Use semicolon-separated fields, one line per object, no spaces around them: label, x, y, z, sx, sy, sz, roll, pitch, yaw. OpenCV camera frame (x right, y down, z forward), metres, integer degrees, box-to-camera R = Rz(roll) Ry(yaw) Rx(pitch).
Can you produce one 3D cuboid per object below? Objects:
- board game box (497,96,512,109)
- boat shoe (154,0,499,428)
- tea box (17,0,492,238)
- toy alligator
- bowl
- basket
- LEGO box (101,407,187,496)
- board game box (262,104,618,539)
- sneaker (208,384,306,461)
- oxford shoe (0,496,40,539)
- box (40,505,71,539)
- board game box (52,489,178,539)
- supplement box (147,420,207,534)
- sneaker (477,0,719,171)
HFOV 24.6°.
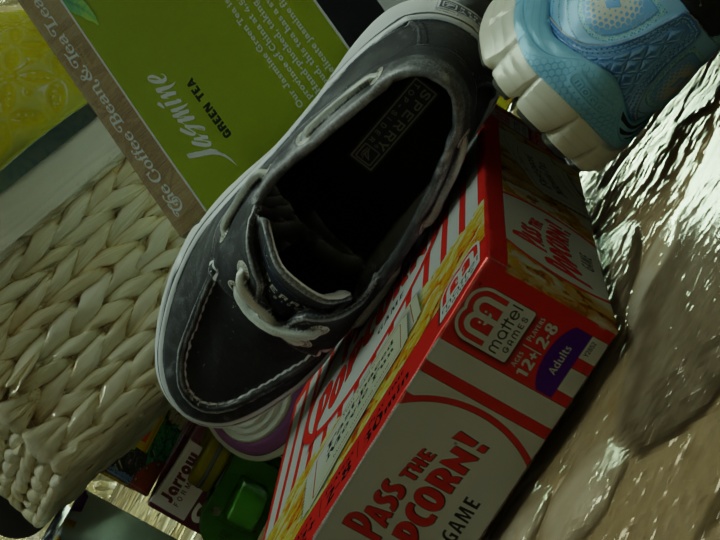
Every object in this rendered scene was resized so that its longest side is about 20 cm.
board game box;0.108;-0.173;0.899;0.201;0.030;0.096;-63;7;6
boat shoe;-0.019;-0.006;0.587;0.200;0.072;0.068;-49;10;30
tea box;0.000;-0.142;0.690;0.196;0.134;0.200;-35;-1;38
toy alligator;-0.055;0.097;0.855;0.054;0.059;0.200;-59;7;19
bowl;-0.204;-0.071;0.853;0.200;0.108;0.200;-44;-4;-4
basket;-0.132;0.018;0.829;0.200;0.123;0.136;-42;-4;-26
LEGO box;-0.187;0.028;1.024;0.150;0.199;0.077;-62;-33;-11
board game box;0.023;0.036;0.564;0.152;0.046;0.200;-59;6;17
sneaker;0.000;0.000;0.782;0.200;0.075;0.100;-49;-9;22
oxford shoe;-0.179;0.090;1.102;0.200;0.071;0.071;-44;5;16
box;-0.207;0.282;1.051;0.201;0.104;0.182;-60;5;8
board game box;-0.154;0.234;0.846;0.201;0.103;0.105;-59;6;17
supplement box;-0.066;0.072;1.050;0.109;0.061;0.200;-58;6;25
sneaker;0.108;-0.116;0.553;0.090;0.078;0.201;-31;28;37
